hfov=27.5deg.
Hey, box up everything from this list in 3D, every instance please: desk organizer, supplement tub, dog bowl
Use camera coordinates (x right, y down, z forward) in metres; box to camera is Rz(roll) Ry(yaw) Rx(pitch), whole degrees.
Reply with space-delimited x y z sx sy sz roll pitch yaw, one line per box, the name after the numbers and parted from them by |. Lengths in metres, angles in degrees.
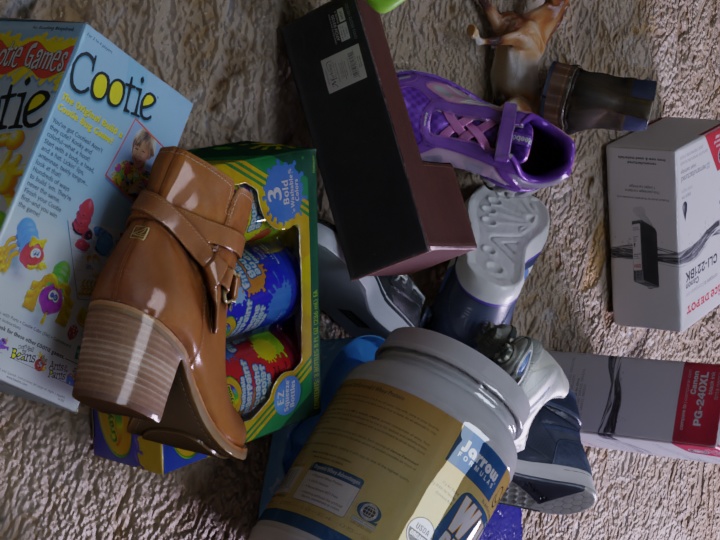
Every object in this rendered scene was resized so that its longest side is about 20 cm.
0.014 -0.098 1.090 0.077 0.072 0.200 -2 73 -56 | desk organizer
0.025 0.156 1.069 0.200 0.145 0.145 -58 137 -22 | supplement tub
-0.026 0.147 1.166 0.111 0.050 0.200 14 85 -53 | dog bowl

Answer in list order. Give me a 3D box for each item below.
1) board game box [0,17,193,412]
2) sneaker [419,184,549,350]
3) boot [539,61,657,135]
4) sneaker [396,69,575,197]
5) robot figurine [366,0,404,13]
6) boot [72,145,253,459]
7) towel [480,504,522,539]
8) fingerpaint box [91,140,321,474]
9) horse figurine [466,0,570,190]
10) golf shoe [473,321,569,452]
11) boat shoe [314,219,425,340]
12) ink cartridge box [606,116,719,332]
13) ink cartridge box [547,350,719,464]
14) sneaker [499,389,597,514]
-0.198 -0.034 0.859 0.105 0.103 0.200 36 69 -51 | board game box
0.102 0.022 1.304 0.200 0.081 0.146 -66 177 -58 | sneaker
0.228 -0.148 1.359 0.200 0.097 0.075 -16 120 -73 | boot
0.096 -0.112 1.205 0.200 0.088 0.081 15 89 -28 | sneaker
-0.018 -0.278 1.010 0.200 0.116 0.175 50 25 -17 | robot figurine
-0.102 0.026 0.890 0.200 0.077 0.155 44 57 -60 | boot
0.103 0.298 1.370 0.148 0.050 0.200 -17 110 -57 | towel
-0.105 0.020 1.016 0.167 0.073 0.200 -15 108 -50 | fingerpaint box
0.129 -0.170 1.305 0.133 0.050 0.200 1 95 -48 | horse figurine
0.093 0.143 1.210 0.097 0.078 0.200 34 104 -30 | golf shoe
0.002 0.000 1.154 0.199 0.074 0.068 45 59 -49 | boat shoe
0.333 -0.050 1.566 0.144 0.084 0.200 -27 118 -48 | ink cartridge box
0.291 0.137 1.456 0.145 0.200 0.083 23 75 -52 | ink cartridge box
0.114 0.133 1.330 0.202 0.077 0.146 16 51 -24 | sneaker
